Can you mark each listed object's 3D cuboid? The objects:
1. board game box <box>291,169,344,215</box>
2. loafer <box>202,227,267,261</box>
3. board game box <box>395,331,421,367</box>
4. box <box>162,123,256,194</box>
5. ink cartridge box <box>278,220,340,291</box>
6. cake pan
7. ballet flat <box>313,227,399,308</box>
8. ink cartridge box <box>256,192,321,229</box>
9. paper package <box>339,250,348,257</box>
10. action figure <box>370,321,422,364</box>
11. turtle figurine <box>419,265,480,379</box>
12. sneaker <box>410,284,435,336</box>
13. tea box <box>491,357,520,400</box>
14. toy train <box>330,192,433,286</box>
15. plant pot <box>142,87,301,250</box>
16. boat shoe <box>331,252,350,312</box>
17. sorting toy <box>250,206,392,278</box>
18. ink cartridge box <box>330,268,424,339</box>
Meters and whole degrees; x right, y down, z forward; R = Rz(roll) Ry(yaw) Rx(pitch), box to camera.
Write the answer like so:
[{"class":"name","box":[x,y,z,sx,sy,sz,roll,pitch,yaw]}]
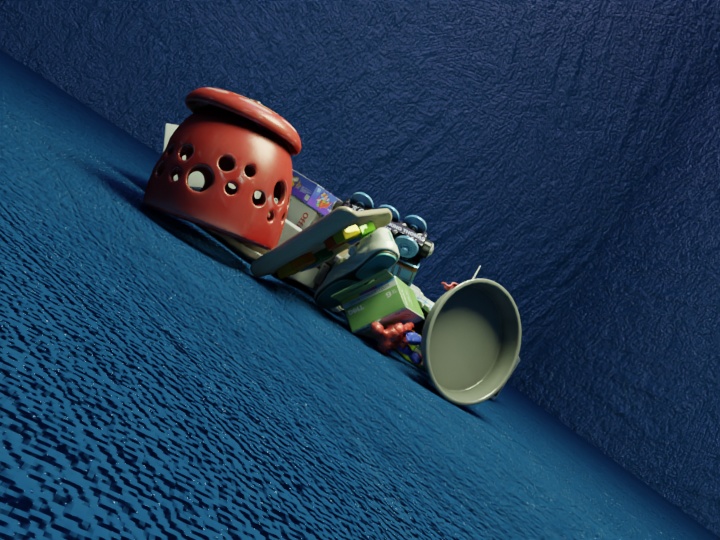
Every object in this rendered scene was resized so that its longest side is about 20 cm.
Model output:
[{"class":"board game box","box":[-0.098,-0.162,1.199,0.134,0.045,0.200,31,4,-37]},{"class":"loafer","box":[-0.223,-0.084,0.951,0.198,0.072,0.073,32,0,19]},{"class":"board game box","box":[0.155,0.184,1.096,0.198,0.048,0.101,34,0,-23]},{"class":"box","box":[-0.275,-0.186,1.018,0.149,0.109,0.200,4,-3,-8]},{"class":"ink cartridge box","box":[-0.124,-0.034,1.050,0.145,0.085,0.199,34,1,32]},{"class":"cake pan","box":[0.176,0.113,0.874,0.199,0.203,0.037,32,-10,-28]},{"class":"ballet flat","box":[-0.008,-0.004,0.893,0.069,0.199,0.071,23,48,-29]},{"class":"ink cartridge box","box":[-0.205,-0.118,1.204,0.198,0.148,0.084,32,2,3]},{"class":"paper package","box":[-0.004,-0.014,1.200,0.190,0.202,0.103,32,-1,44]},{"class":"action figure","box":[0.074,0.122,0.930,0.199,0.065,0.052,31,18,-53]},{"class":"turtle figurine","box":[0.178,0.101,0.946,0.149,0.202,0.100,38,-18,-26]},{"class":"sneaker","box":[0.108,0.063,1.069,0.198,0.076,0.086,30,36,35]},{"class":"tea box","box":[0.279,0.205,1.372,0.195,0.135,0.200,33,-6,30]},{"class":"toy train","box":[0.032,-0.057,0.974,0.197,0.087,0.115,23,-43,5]},{"class":"plant pot","box":[-0.186,-0.144,0.782,0.197,0.186,0.200,22,-2,1]},{"class":"boat shoe","box":[0.000,0.000,1.034,0.063,0.201,0.072,2,-47,29]},{"class":"sorting toy","box":[-0.050,-0.039,0.836,0.037,0.183,0.199,63,20,6]},{"class":"ink cartridge box","box":[0.035,0.064,0.922,0.060,0.102,0.200,69,12,18]}]
